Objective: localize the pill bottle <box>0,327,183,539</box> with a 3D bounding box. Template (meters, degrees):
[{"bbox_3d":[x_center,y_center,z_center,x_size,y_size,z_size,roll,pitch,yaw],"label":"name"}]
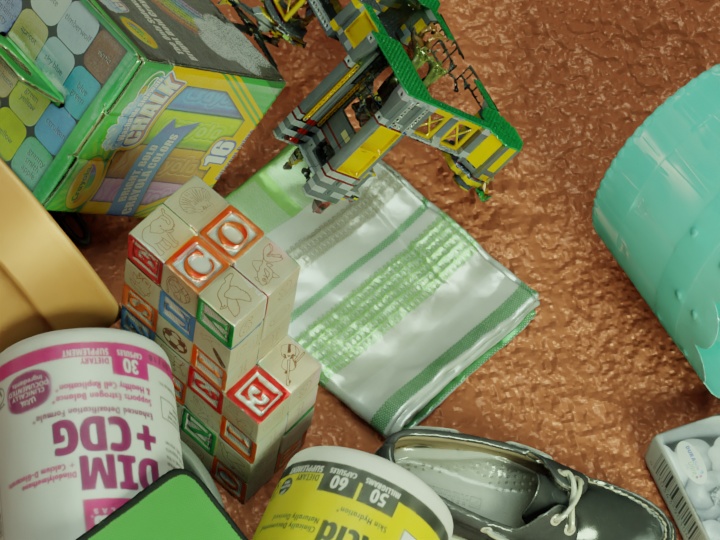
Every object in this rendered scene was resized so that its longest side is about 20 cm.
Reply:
[{"bbox_3d":[-0.156,0.144,1.610,0.113,0.113,0.201,-4,62,-10],"label":"pill bottle"}]

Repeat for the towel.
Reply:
[{"bbox_3d":[0.000,0.000,1.802,0.200,0.031,0.149,42,64,15],"label":"towel"}]

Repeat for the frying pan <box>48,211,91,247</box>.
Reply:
[{"bbox_3d":[-0.247,-0.096,1.823,0.115,0.031,0.190,-7,60,-11],"label":"frying pan"}]

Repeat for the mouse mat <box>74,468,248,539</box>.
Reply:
[{"bbox_3d":[-0.091,0.224,1.529,0.161,0.008,0.200,-35,86,-35],"label":"mouse mat"}]

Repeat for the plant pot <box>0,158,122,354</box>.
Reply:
[{"bbox_3d":[-0.261,-0.003,1.686,0.140,0.200,0.200,-41,73,-8],"label":"plant pot"}]

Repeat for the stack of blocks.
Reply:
[{"bbox_3d":[-0.084,0.045,1.668,0.115,0.200,0.059,40,63,15],"label":"stack of blocks"}]

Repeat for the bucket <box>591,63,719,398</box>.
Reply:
[{"bbox_3d":[0.257,-0.035,1.764,0.207,0.207,0.135,-27,62,-20],"label":"bucket"}]

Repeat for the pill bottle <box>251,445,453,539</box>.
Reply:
[{"bbox_3d":[-0.028,0.213,1.635,0.111,0.111,0.200,22,61,4],"label":"pill bottle"}]

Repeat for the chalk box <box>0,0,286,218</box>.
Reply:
[{"bbox_3d":[-0.170,-0.117,1.722,0.124,0.124,0.200,48,23,26],"label":"chalk box"}]

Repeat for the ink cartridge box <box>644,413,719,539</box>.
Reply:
[{"bbox_3d":[0.309,0.166,1.748,0.199,0.043,0.198,-17,65,-17],"label":"ink cartridge box"}]

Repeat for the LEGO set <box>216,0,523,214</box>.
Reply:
[{"bbox_3d":[0.001,-0.113,1.815,0.154,0.116,0.200,10,42,-54],"label":"LEGO set"}]

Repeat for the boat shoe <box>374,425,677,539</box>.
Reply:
[{"bbox_3d":[0.103,0.143,1.720,0.199,0.060,0.074,17,60,2],"label":"boat shoe"}]

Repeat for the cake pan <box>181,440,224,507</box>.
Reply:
[{"bbox_3d":[-0.179,0.173,1.678,0.200,0.037,0.201,3,61,-6],"label":"cake pan"}]
